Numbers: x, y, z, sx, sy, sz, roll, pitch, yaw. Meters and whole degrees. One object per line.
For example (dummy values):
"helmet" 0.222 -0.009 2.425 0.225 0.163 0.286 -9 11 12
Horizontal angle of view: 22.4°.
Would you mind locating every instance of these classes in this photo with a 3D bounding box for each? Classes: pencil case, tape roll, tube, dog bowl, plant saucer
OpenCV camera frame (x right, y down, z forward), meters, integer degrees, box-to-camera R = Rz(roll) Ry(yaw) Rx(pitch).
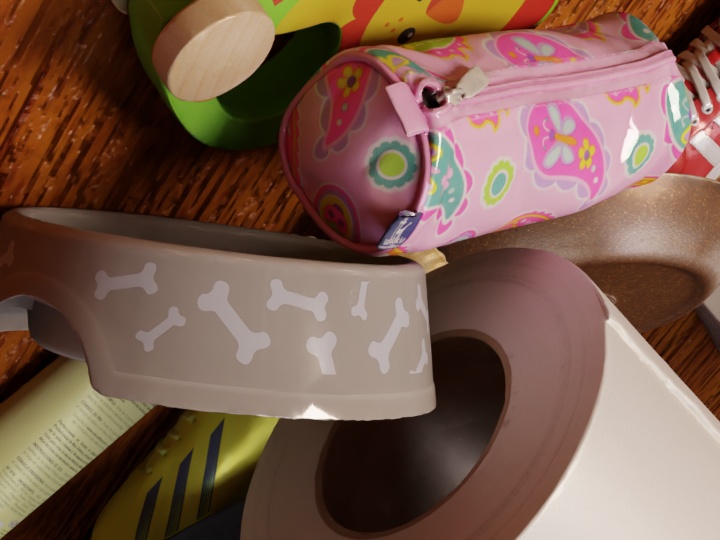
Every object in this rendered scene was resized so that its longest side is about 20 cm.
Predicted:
"pencil case" 0.059 -0.062 0.776 0.199 0.088 0.088 -13 142 -46
"tape roll" 0.063 0.110 0.808 0.202 0.203 0.139 -42 119 8
"tube" -0.143 0.072 0.871 0.200 0.052 0.058 -40 -170 -3
"dog bowl" -0.062 0.014 0.748 0.199 0.199 0.059 2 97 -46
"plant saucer" 0.111 0.005 0.955 0.198 0.037 0.201 -8 160 -3

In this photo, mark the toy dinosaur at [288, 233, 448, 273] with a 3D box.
"toy dinosaur" 0.000 0.000 0.884 0.100 0.058 0.202 -1 115 -16

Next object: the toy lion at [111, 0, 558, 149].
"toy lion" 0.005 -0.115 0.766 0.199 0.069 0.192 -33 156 -6

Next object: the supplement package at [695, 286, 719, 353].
"supplement package" 0.329 0.018 1.166 0.191 0.147 0.200 -39 149 3

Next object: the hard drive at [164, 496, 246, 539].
"hard drive" -0.056 0.192 0.919 0.199 0.136 0.042 -28 166 -10

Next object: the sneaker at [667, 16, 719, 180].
"sneaker" 0.187 -0.102 0.945 0.199 0.071 0.113 -25 145 -20

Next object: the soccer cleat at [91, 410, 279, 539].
"soccer cleat" -0.069 0.079 0.953 0.199 0.065 0.084 -36 119 6
